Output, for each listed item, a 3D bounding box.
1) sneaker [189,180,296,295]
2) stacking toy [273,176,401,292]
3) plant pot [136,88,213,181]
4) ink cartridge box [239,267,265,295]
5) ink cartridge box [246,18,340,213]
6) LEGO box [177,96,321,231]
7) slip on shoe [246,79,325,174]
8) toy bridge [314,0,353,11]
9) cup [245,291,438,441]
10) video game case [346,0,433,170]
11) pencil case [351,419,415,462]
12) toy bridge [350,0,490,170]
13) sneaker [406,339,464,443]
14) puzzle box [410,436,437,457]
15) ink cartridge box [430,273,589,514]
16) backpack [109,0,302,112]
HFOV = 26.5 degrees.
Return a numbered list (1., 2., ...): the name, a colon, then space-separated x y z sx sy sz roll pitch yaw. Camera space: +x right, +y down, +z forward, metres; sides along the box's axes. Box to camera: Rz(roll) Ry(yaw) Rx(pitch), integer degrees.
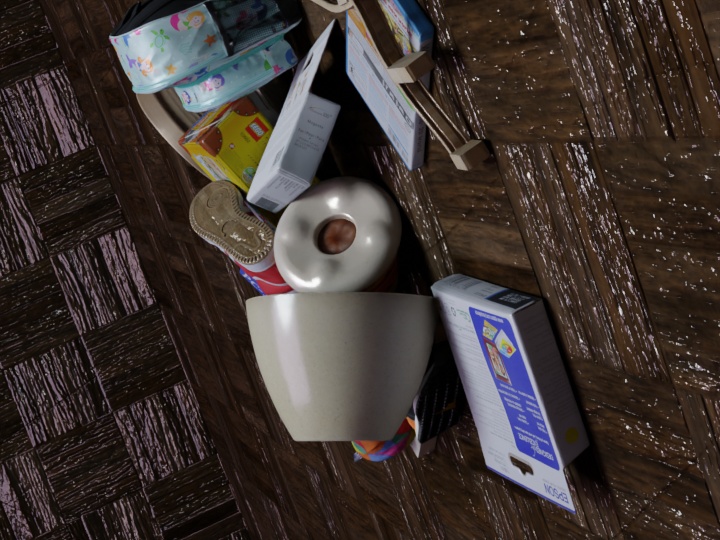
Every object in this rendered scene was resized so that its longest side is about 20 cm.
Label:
1. sneaker: -0.122 -0.028 1.773 0.112 0.071 0.200 44 180 -38
2. stacking toy: 0.000 0.000 1.711 0.147 0.146 0.200 57 -179 33
3. plant pot: -0.187 -0.198 1.983 0.201 0.093 0.201 42 -166 -13
4. ink cartridge box: -0.060 0.043 1.840 0.200 0.044 0.094 44 161 8
5. ink cartridge box: -0.061 -0.163 1.664 0.043 0.175 0.200 23 169 -10
6. LEGO box: -0.115 -0.108 1.841 0.200 0.077 0.149 48 170 -16
7. slip on shoe: -0.105 -0.202 1.839 0.200 0.061 0.076 45 170 13
8. toy bridge: -0.013 -0.271 1.378 0.200 0.027 0.068 -7 101 64
9. cup: -0.018 0.101 1.555 0.200 0.198 0.145 155 116 -75
10. video game case: 0.025 -0.208 1.455 0.144 0.018 0.201 59 163 29
11. pencil case: -0.006 0.135 1.748 0.088 0.088 0.201 49 170 48
12. toy bridge: 0.042 -0.177 1.336 0.201 0.027 0.067 56 172 -13
13. sneaker: 0.067 0.115 1.677 0.090 0.070 0.201 56 164 24
14. puzzle box: 0.039 0.117 1.866 0.201 0.025 0.133 60 163 24
15. ink cartridge box: 0.147 0.111 1.456 0.201 0.047 0.197 69 164 -13
16. backpack: -0.176 -0.262 1.721 0.177 0.199 0.152 22 133 68
